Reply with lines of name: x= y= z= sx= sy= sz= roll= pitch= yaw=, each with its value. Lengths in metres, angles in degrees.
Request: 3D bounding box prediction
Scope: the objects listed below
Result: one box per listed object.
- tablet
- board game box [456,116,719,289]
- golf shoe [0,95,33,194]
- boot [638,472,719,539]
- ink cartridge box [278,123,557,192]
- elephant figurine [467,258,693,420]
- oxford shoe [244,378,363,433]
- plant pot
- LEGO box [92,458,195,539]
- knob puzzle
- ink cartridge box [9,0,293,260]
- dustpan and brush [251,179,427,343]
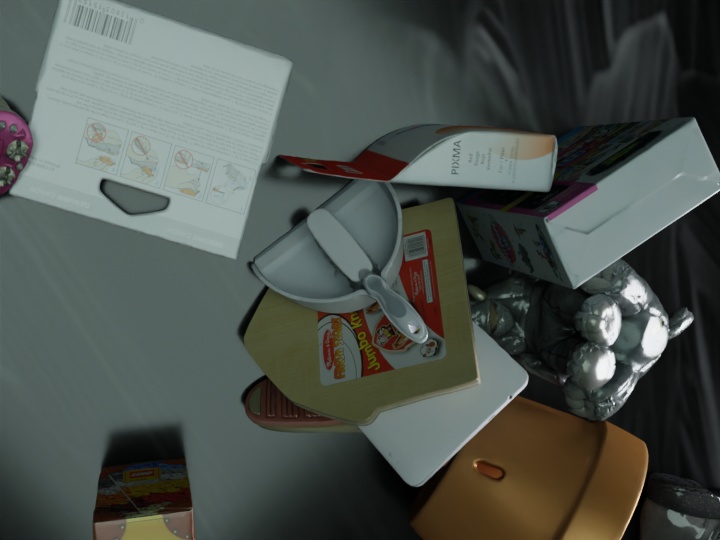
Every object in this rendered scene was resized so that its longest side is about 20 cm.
tablet: x=0.032 y=0.071 z=0.846 sx=0.130 sy=0.200 sz=0.014 roll=-41 pitch=144 yaw=-6
board game box: x=0.182 y=-0.061 z=0.844 sx=0.146 sy=0.200 sz=0.065 roll=-32 pitch=102 yaw=-8
golf shoe: x=-0.342 y=-0.064 z=0.807 sx=0.200 sy=0.075 sz=0.092 roll=-47 pitch=58 yaw=10
boot: x=0.351 y=0.282 z=0.980 sx=0.197 sy=0.070 sz=0.134 roll=14 pitch=94 yaw=-2
ink cartridge box: x=0.040 y=-0.102 z=0.831 sx=0.196 sy=0.162 sz=0.051 roll=5 pitch=99 yaw=-13
elephant figurine: x=0.158 y=0.039 z=0.895 sx=0.155 sy=0.198 sz=0.143 roll=47 pitch=67 yaw=-37
oxford shoe: x=-0.002 y=0.125 z=0.886 sx=0.196 sy=0.071 sz=0.075 roll=-4 pitch=133 yaw=4
plant pot: x=0.134 y=0.195 z=0.867 sx=0.139 sy=0.200 sz=0.202 roll=33 pitch=87 yaw=4
LEGO box: x=-0.169 y=0.274 z=0.819 sx=0.076 sy=0.149 sz=0.204 roll=-4 pitch=95 yaw=-12
knob puzzle: x=-0.003 y=0.042 z=0.851 sx=0.219 sy=0.220 sz=0.031 roll=-41 pitch=144 yaw=-6
ink cartridge box: x=-0.172 y=-0.121 z=0.845 sx=0.197 sy=0.044 sz=0.177 roll=16 pitch=91 yaw=-13
dustpan and brush: x=0.000 y=0.000 z=0.818 sx=0.139 sy=0.057 sz=0.200 roll=-38 pitch=56 yaw=-5
